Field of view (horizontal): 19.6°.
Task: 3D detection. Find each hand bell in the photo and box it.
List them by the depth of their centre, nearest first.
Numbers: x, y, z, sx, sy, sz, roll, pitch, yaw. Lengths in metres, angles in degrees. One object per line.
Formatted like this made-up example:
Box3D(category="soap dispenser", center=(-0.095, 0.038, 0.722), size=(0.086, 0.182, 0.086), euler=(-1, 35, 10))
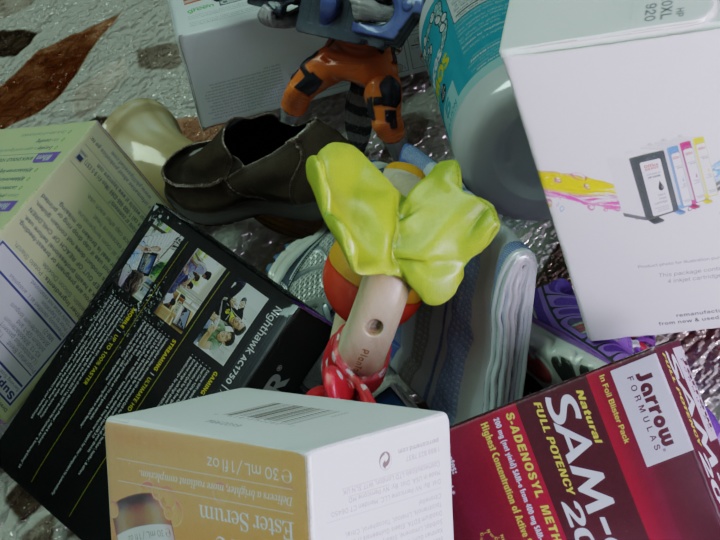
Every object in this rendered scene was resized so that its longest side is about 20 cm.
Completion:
Box3D(category="hand bell", center=(-0.096, -0.057, 1.531), size=(0.199, 0.104, 0.104), euler=(17, 58, 36))

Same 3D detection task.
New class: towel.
Box3D(category="towel", center=(0.053, 0.022, 1.248), size=(0.024, 0.148, 0.200), euler=(-2, 22, -19))

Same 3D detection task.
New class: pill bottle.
Box3D(category="pill bottle", center=(0.098, -0.130, 1.316), size=(0.110, 0.111, 0.201), euler=(-27, 36, 11))

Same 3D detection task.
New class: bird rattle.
Box3D(category="bird rattle", center=(0.013, 0.020, 1.218), size=(0.112, 0.201, 0.163), euler=(10, 23, 1))

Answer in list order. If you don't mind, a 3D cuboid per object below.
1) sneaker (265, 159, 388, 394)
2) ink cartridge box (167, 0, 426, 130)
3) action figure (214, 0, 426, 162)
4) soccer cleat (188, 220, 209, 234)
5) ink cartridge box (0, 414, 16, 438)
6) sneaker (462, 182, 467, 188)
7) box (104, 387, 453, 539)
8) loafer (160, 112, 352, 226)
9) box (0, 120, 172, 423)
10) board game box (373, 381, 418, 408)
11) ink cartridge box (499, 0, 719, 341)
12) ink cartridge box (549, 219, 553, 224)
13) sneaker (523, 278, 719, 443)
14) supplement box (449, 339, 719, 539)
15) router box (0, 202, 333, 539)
Box3D(category="sneaker", center=(0.000, 0.000, 1.373), size=(0.085, 0.077, 0.201), euler=(0, 47, 34))
Box3D(category="ink cartridge box", center=(-0.045, -0.206, 1.603), size=(0.199, 0.084, 0.176), euler=(-14, 33, -2))
Box3D(category="action figure", center=(-0.023, -0.172, 1.476), size=(0.199, 0.195, 0.104), euler=(24, 23, 28))
Box3D(category="soccer cleat", center=(-0.130, 0.030, 1.447), size=(0.086, 0.070, 0.200), euler=(-29, 34, 9))
Box3D(category="ink cartridge box", center=(-0.276, 0.072, 1.544), size=(0.199, 0.047, 0.198), euler=(-34, 33, 5))
Box3D(category="sneaker", center=(0.127, -0.128, 1.436), size=(0.080, 0.074, 0.201), euler=(-3, 50, 24))
Box3D(category="box", center=(-0.039, 0.172, 1.066), size=(0.152, 0.201, 0.106), euler=(3, 9, 42))
Box3D(category="loafer", center=(-0.070, -0.079, 1.422), size=(0.199, 0.071, 0.073), euler=(0, 37, 47))
Box3D(category="box", center=(-0.261, -0.001, 1.480), size=(0.175, 0.097, 0.200), euler=(0, 46, 51))
Box3D(category="board game box", center=(-0.028, 0.163, 1.229), size=(0.200, 0.035, 0.126), euler=(-37, 34, -3))
Box3D(category="ink cartridge box", center=(0.173, -0.089, 1.123), size=(0.144, 0.201, 0.148), euler=(-7, 39, 18))
Box3D(category="ink cartridge box", center=(0.212, -0.047, 1.272), size=(0.160, 0.050, 0.200), euler=(-32, 36, -2))
Box3D(category="sneaker", center=(0.144, 0.050, 1.191), size=(0.083, 0.081, 0.200), euler=(-31, 35, -15))
Box3D(category="supplement box", center=(0.092, 0.123, 1.100), size=(0.199, 0.109, 0.061), euler=(-24, -6, 20))
Box3D(category="router box", center=(-0.128, 0.078, 1.320), size=(0.149, 0.051, 0.201), euler=(34, 91, 37))
